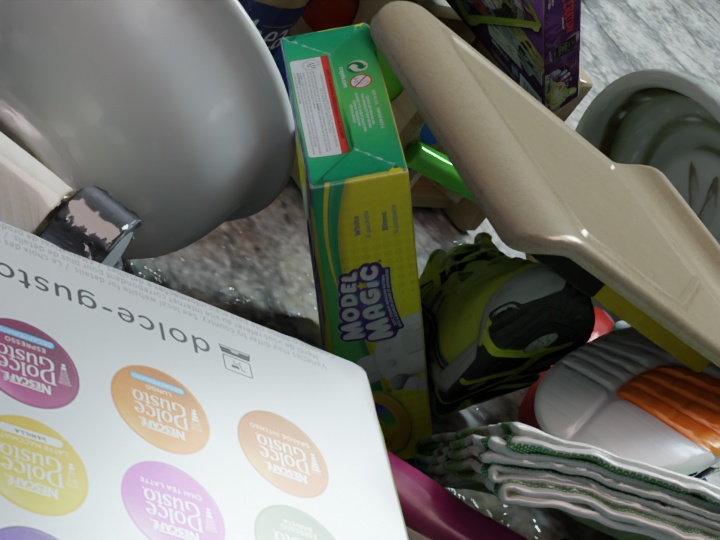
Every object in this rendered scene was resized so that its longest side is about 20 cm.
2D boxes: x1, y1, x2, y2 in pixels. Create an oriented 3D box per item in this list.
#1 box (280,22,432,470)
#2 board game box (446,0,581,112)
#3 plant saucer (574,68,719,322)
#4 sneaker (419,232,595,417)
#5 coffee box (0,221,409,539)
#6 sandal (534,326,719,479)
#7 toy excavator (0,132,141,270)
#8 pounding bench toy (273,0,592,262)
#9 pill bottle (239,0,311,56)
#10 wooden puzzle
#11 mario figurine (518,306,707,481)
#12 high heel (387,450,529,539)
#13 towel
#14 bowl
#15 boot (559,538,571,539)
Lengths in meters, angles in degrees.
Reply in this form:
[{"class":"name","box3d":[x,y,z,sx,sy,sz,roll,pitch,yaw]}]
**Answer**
[{"class":"box","box3d":[0.000,0.000,0.852,0.048,0.201,0.118,-11,41,-2]},{"class":"board game box","box3d":[0.048,-0.185,0.962,0.200,0.032,0.120,53,-6,22]},{"class":"plant saucer","box3d":[0.191,-0.017,1.042,0.050,0.201,0.201,-11,52,-28]},{"class":"sneaker","box3d":[0.054,0.021,0.865,0.075,0.200,0.077,-18,82,-13]},{"class":"coffee box","box3d":[-0.113,0.126,0.471,0.199,0.200,0.198,22,33,-29]},{"class":"sandal","box3d":[0.147,0.063,0.846,0.079,0.059,0.206,38,34,22]},{"class":"toy excavator","box3d":[-0.178,0.027,0.656,0.100,0.200,0.194,37,-16,0]},{"class":"pounding bench toy","box3d":[0.040,-0.085,1.043,0.156,0.124,0.200,0,47,-50]},{"class":"pill bottle","box3d":[-0.074,-0.166,0.943,0.111,0.200,0.111,28,30,-18]},{"class":"wooden puzzle","box3d":[0.100,-0.026,0.818,0.200,0.037,0.185,27,23,-38]},{"class":"mario figurine","box3d":[0.162,0.097,0.935,0.106,0.124,0.201,0,50,-33]},{"class":"high heel","box3d":[0.019,0.087,0.720,0.199,0.067,0.096,26,41,-16]},{"class":"towel","box3d":[0.103,0.100,0.758,0.148,0.031,0.200,18,-9,-5]},{"class":"bowl","box3d":[-0.133,-0.072,0.791,0.201,0.201,0.090,39,60,-1]},{"class":"boot","box3d":[0.150,0.168,0.805,0.203,0.074,0.154,-34,69,-30]}]
